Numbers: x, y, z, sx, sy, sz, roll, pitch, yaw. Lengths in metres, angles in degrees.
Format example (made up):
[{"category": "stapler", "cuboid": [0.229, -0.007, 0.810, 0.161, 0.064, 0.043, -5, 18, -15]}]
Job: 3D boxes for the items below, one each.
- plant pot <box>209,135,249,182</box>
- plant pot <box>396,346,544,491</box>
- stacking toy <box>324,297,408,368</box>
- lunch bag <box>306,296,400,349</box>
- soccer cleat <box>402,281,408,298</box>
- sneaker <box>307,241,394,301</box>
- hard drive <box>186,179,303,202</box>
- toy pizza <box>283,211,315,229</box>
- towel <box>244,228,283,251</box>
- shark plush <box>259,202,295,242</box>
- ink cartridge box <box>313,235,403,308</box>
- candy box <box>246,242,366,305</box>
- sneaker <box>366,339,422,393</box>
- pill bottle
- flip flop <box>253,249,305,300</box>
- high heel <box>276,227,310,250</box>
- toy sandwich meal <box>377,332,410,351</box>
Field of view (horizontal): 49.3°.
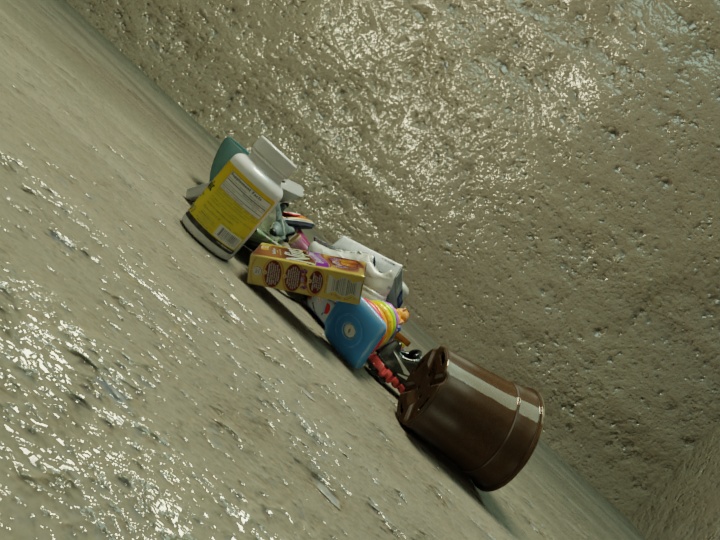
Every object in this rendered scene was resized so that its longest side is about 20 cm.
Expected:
[{"category": "plant pot", "cuboid": [-0.286, -0.205, 1.879, 0.200, 0.135, 0.200, 42, 3, -3]}, {"category": "plant pot", "cuboid": [0.181, 0.247, 1.370, 0.197, 0.202, 0.200, 32, 6, -13]}, {"category": "stacking toy", "cuboid": [0.034, 0.097, 1.486, 0.110, 0.117, 0.199, 45, 29, 21]}, {"category": "lunch bag", "cuboid": [-0.015, 0.086, 1.614, 0.161, 0.076, 0.199, 51, 19, 27]}, {"category": "soccer cleat", "cuboid": [0.032, 0.002, 1.818, 0.198, 0.078, 0.070, 25, -41, 19]}, {"category": "sneaker", "cuboid": [-0.017, -0.007, 1.572, 0.198, 0.088, 0.074, 32, 3, 13]}, {"category": "hard drive", "cuboid": [-0.230, -0.154, 1.557, 0.198, 0.027, 0.131, -11, -18, 34]}, {"category": "toy pizza", "cuboid": [-0.199, -0.118, 1.753, 0.197, 0.032, 0.200, 4, -2, 0]}, {"category": "towel", "cuboid": [-0.205, -0.062, 1.551, 0.151, 0.024, 0.200, 17, -10, 31]}, {"category": "shark plush", "cuboid": [-0.158, -0.100, 1.555, 0.090, 0.084, 0.200, 18, -8, 29]}, {"category": "ink cartridge box", "cuboid": [0.000, 0.000, 1.698, 0.198, 0.041, 0.200, 27, -20, 14]}, {"category": "candy box", "cuboid": [-0.091, 0.004, 1.368, 0.197, 0.057, 0.117, 9, 12, 0]}, {"category": "sneaker", "cuboid": [0.108, 0.215, 1.554, 0.200, 0.098, 0.071, 43, 1, -10]}, {"category": "pill bottle", "cuboid": [-0.202, -0.127, 1.340, 0.111, 0.200, 0.111, 42, 3, -3]}, {"category": "flip flop", "cuboid": [-0.150, -0.002, 1.516, 0.057, 0.082, 0.199, 36, 5, 37]}, {"category": "high heel", "cuboid": [-0.126, -0.039, 1.707, 0.096, 0.067, 0.200, 54, -12, -13]}, {"category": "toy sandwich meal", "cuboid": [0.052, 0.148, 1.935, 0.205, 0.070, 0.205, 43, 4, -3]}]
